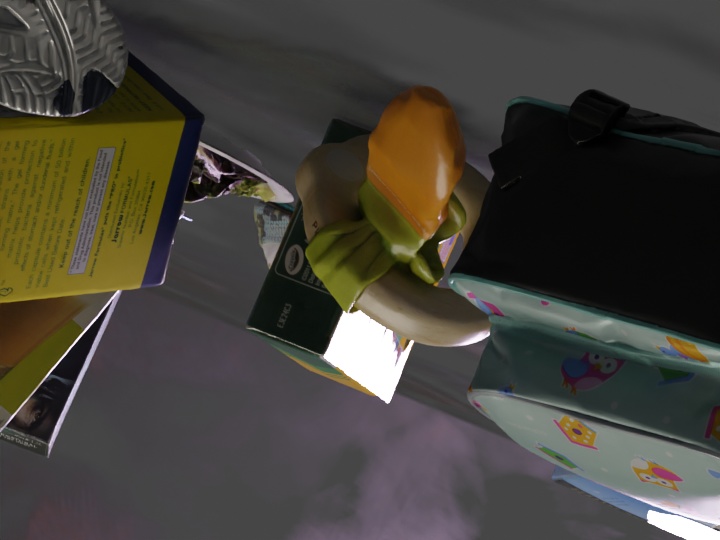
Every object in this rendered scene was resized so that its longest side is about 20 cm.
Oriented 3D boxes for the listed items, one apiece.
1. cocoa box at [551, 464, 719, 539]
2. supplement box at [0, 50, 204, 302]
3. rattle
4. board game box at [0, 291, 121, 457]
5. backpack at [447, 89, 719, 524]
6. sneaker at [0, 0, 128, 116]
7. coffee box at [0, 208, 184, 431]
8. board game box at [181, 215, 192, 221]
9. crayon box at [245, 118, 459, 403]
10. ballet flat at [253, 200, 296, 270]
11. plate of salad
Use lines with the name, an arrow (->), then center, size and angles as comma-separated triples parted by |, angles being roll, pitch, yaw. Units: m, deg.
cocoa box -> 0.201, 0.086, 1.302 | 0.131, 0.133, 0.200 | 23, 174, 1
supplement box -> -0.201, -0.054, 1.175 | 0.200, 0.110, 0.109 | -6, -146, -39
rattle -> 0.078, -0.040, 1.142 | 0.200, 0.143, 0.130 | 9, -147, -27
board game box -> -0.242, 0.018, 1.577 | 0.135, 0.200, 0.028 | 21, 152, 0
backpack -> 0.150, 0.025, 0.912 | 0.176, 0.153, 0.200 | 11, 175, 38
sneaker -> -0.220, -0.142, 1.119 | 0.199, 0.080, 0.130 | 11, -167, -34
coffee box -> -0.270, -0.035, 1.418 | 0.200, 0.198, 0.200 | 44, 165, -19
board game box -> -0.198, -0.090, 1.652 | 0.158, 0.039, 0.200 | 23, -179, -17
crayon box -> 0.000, 0.000, 1.305 | 0.052, 0.126, 0.200 | 21, 174, 15
ballet flat -> -0.020, -0.005, 1.590 | 0.069, 0.071, 0.200 | 26, 173, -41
plate of salad -> -0.140, -0.077, 1.504 | 0.200, 0.048, 0.200 | 21, 174, 2
